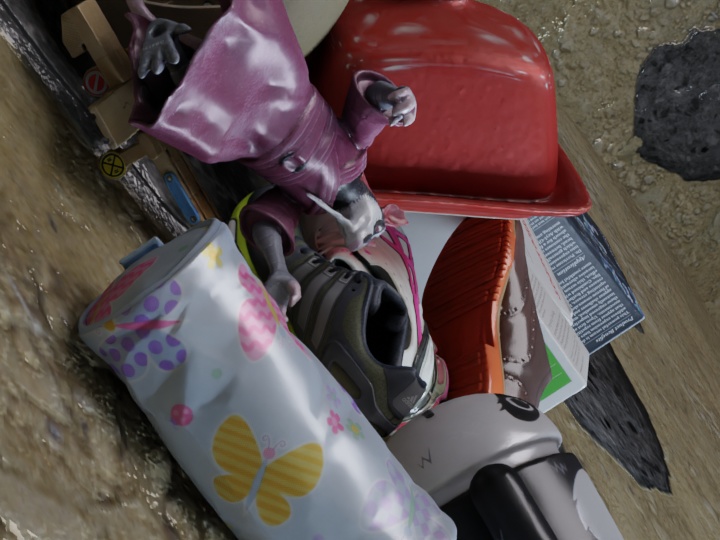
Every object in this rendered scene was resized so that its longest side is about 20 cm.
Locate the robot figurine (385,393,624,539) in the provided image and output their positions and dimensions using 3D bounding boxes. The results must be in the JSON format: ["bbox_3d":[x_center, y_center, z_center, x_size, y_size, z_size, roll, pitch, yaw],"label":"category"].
[{"bbox_3d":[0.083,0.162,0.944,0.124,0.150,0.201,-11,65,-45],"label":"robot figurine"}]

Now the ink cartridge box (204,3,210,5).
[{"bbox_3d":[-0.091,-0.234,1.303,0.163,0.057,0.201,-25,106,-77],"label":"ink cartridge box"}]

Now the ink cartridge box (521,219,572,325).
[{"bbox_3d":[0.080,-0.030,1.485,0.200,0.086,0.147,44,18,-48],"label":"ink cartridge box"}]

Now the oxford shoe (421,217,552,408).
[{"bbox_3d":[0.086,0.042,1.161,0.072,0.071,0.201,36,47,-32],"label":"oxford shoe"}]

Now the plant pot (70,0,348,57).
[{"bbox_3d":[-0.088,-0.184,1.085,0.135,0.199,0.201,89,-20,-54],"label":"plant pot"}]

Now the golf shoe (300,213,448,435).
[{"bbox_3d":[0.000,0.000,1.114,0.092,0.072,0.201,67,-1,-54],"label":"golf shoe"}]

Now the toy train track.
[{"bbox_3d":[-0.107,-0.047,0.952,0.201,0.032,0.115,60,20,-10],"label":"toy train track"}]

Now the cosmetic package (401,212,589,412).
[{"bbox_3d":[0.064,0.017,1.272,0.200,0.107,0.085,53,15,-6],"label":"cosmetic package"}]

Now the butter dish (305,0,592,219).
[{"bbox_3d":[0.044,-0.126,1.128,0.200,0.199,0.149,-106,-158,-65],"label":"butter dish"}]

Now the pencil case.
[{"bbox_3d":[-0.040,0.073,0.811,0.200,0.083,0.091,53,15,-13],"label":"pencil case"}]

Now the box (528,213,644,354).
[{"bbox_3d":[0.170,-0.026,1.758,0.200,0.107,0.149,49,14,-33],"label":"box"}]

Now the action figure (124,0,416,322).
[{"bbox_3d":[-0.050,-0.073,0.953,0.200,0.134,0.149,46,-1,-40],"label":"action figure"}]

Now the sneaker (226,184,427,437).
[{"bbox_3d":[-0.016,0.023,1.018,0.074,0.081,0.201,40,20,-50],"label":"sneaker"}]
